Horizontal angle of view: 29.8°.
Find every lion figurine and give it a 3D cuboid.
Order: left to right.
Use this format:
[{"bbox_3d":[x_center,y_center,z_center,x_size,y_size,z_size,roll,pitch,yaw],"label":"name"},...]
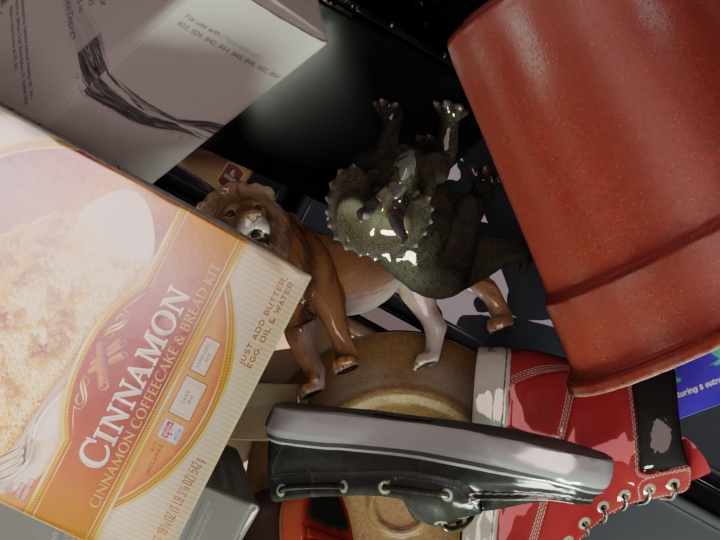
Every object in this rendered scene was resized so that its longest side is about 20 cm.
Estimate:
[{"bbox_3d":[0.000,0.000,0.807,0.198,0.072,0.124,-8,70,-37],"label":"lion figurine"}]

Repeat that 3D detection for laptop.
[{"bbox_3d":[0.003,-0.149,0.781,0.176,0.103,0.203,22,75,-36],"label":"laptop"}]

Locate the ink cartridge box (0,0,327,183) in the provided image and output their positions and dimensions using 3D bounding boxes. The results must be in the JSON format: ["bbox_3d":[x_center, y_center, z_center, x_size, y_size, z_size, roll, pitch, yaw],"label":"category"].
[{"bbox_3d":[-0.122,-0.131,0.696,0.199,0.084,0.147,-33,53,29],"label":"ink cartridge box"}]

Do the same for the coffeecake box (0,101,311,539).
[{"bbox_3d":[-0.147,0.021,0.620,0.198,0.073,0.155,28,90,-13],"label":"coffeecake box"}]

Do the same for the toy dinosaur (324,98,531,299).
[{"bbox_3d":[0.035,-0.030,0.755,0.076,0.200,0.104,11,70,27],"label":"toy dinosaur"}]

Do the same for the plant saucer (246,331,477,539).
[{"bbox_3d":[0.025,0.141,0.850,0.197,0.035,0.204,0,96,0],"label":"plant saucer"}]

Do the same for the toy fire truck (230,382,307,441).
[{"bbox_3d":[-0.137,0.037,0.809,0.197,0.129,0.179,4,102,-20],"label":"toy fire truck"}]

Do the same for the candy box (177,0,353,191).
[{"bbox_3d":[-0.068,-0.157,0.805,0.115,0.055,0.201,33,96,-6],"label":"candy box"}]

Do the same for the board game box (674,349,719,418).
[{"bbox_3d":[0.188,-0.017,0.826,0.150,0.045,0.203,-21,95,3],"label":"board game box"}]

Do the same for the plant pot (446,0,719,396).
[{"bbox_3d":[0.151,-0.069,0.708,0.199,0.201,0.197,-29,89,3],"label":"plant pot"}]

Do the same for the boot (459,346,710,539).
[{"bbox_3d":[0.129,0.152,0.792,0.142,0.072,0.203,6,93,5],"label":"boot"}]

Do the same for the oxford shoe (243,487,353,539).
[{"bbox_3d":[-0.040,0.229,0.799,0.072,0.071,0.203,-12,72,31],"label":"oxford shoe"}]

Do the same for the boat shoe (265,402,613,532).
[{"bbox_3d":[0.039,0.111,0.744,0.197,0.068,0.058,5,88,22],"label":"boat shoe"}]

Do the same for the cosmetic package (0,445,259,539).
[{"bbox_3d":[-0.164,0.106,0.716,0.198,0.107,0.091,28,94,-16],"label":"cosmetic package"}]
